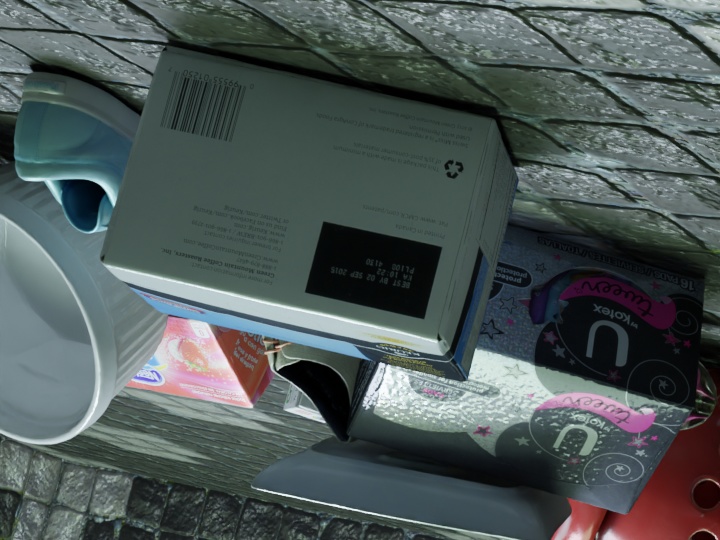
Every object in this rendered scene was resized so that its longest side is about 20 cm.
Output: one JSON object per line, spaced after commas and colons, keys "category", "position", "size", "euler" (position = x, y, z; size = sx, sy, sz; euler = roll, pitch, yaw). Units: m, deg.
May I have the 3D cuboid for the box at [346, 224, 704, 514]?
{"category": "box", "position": [0.108, 0.058, 1.624], "size": [0.199, 0.115, 0.132], "euler": [16, 140, -6]}

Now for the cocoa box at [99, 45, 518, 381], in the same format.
{"category": "cocoa box", "position": [-0.024, -0.029, 1.418], "size": [0.199, 0.134, 0.131], "euler": [13, 170, 12]}

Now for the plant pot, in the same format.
{"category": "plant pot", "position": [0.234, 0.164, 1.884], "size": [0.182, 0.201, 0.200], "euler": [16, 170, -8]}

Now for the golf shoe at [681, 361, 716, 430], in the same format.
{"category": "golf shoe", "position": [0.165, 0.054, 1.786], "size": [0.199, 0.073, 0.092], "euler": [23, -168, 14]}

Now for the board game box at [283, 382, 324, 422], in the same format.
{"category": "board game box", "position": [0.053, 0.071, 1.857], "size": [0.199, 0.127, 0.035], "euler": [19, 169, -18]}

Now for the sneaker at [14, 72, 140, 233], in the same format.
{"category": "sneaker", "position": [-0.161, -0.058, 1.601], "size": [0.074, 0.082, 0.200], "euler": [9, 168, 35]}

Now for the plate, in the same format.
{"category": "plate", "position": [0.041, 0.144, 1.699], "size": [0.199, 0.032, 0.200], "euler": [11, -177, 10]}

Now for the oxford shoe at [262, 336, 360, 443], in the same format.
{"category": "oxford shoe", "position": [-0.041, 0.027, 1.698], "size": [0.200, 0.074, 0.071], "euler": [52, 141, -8]}

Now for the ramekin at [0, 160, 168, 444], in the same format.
{"category": "ramekin", "position": [-0.230, 0.014, 1.795], "size": [0.200, 0.201, 0.105], "euler": [7, -149, 36]}

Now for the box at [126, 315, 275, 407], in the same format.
{"category": "box", "position": [-0.150, 0.025, 1.900], "size": [0.199, 0.103, 0.095], "euler": [7, 138, 36]}
